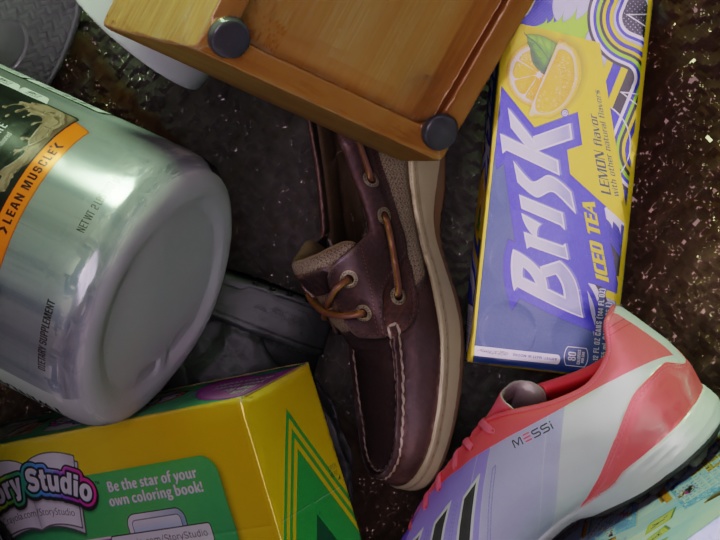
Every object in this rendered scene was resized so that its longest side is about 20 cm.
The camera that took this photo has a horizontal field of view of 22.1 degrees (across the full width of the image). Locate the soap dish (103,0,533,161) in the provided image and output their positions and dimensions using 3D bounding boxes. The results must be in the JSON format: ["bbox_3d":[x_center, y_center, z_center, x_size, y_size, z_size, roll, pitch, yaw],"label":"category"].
[{"bbox_3d":[0.012,-0.150,0.743,0.156,0.081,0.201,22,105,-32],"label":"soap dish"}]

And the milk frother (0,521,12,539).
[{"bbox_3d":[-0.268,0.109,0.754,0.199,0.189,0.180,-38,60,-15],"label":"milk frother"}]

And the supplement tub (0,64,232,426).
[{"bbox_3d":[-0.165,-0.026,0.793,0.198,0.122,0.124,24,96,19],"label":"supplement tub"}]

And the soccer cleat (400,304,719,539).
[{"bbox_3d":[0.066,0.093,0.822,0.199,0.068,0.073,-38,94,25],"label":"soccer cleat"}]

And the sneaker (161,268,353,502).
[{"bbox_3d":[-0.088,0.046,0.875,0.198,0.060,0.105,18,92,3],"label":"sneaker"}]

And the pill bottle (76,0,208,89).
[{"bbox_3d":[-0.041,-0.183,0.825,0.112,0.112,0.200,40,101,3],"label":"pill bottle"}]

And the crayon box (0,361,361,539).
[{"bbox_3d":[-0.087,0.145,0.833,0.198,0.058,0.175,-13,95,37],"label":"crayon box"}]

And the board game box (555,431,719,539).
[{"bbox_3d":[0.146,0.106,0.782,0.199,0.200,0.041,-37,89,8],"label":"board game box"}]

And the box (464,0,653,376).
[{"bbox_3d":[0.091,-0.056,0.845,0.069,0.064,0.203,6,94,2],"label":"box"}]

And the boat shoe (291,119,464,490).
[{"bbox_3d":[0.000,0.000,0.844,0.071,0.072,0.203,-1,89,-27],"label":"boat shoe"}]

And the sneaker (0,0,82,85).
[{"bbox_3d":[-0.192,-0.170,0.881,0.118,0.073,0.203,29,118,36],"label":"sneaker"}]
